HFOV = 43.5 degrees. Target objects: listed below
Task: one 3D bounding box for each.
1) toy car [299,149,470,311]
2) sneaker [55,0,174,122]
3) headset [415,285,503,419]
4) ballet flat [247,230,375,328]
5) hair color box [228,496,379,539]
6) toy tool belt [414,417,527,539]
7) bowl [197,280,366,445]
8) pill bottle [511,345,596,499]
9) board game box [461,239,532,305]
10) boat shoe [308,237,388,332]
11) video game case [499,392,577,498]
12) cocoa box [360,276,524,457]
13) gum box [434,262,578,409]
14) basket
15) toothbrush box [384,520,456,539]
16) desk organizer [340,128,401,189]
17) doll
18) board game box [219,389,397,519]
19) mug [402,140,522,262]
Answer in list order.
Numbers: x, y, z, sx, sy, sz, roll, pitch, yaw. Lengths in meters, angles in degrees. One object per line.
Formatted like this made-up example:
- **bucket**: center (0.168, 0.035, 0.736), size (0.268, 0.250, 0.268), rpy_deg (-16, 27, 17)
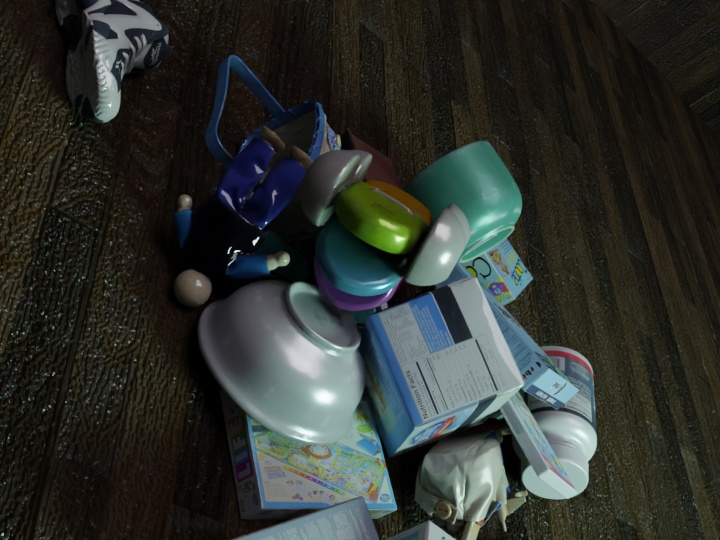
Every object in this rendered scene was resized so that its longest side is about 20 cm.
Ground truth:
- **toy car**: center (0.012, -0.030, 0.950), size (0.174, 0.151, 0.200), rpy_deg (32, 11, 4)
- **sneaker**: center (-0.261, -0.242, 1.013), size (0.129, 0.080, 0.200), rpy_deg (7, 47, -40)
- **headset**: center (0.141, 0.110, 1.227), size (0.200, 0.094, 0.123), rpy_deg (43, 31, 10)
- **ballet flat**: center (-0.070, 0.013, 1.058), size (0.200, 0.072, 0.072), rpy_deg (33, 40, -33)
- **hair color box**: center (-0.080, 0.262, 0.802), size (0.199, 0.099, 0.061), rpy_deg (0, 63, -52)
- **toy tool belt**: center (0.138, 0.260, 1.093), size (0.200, 0.124, 0.124), rpy_deg (-10, 91, -69)
- **bowl**: center (-0.063, 0.076, 0.945), size (0.201, 0.090, 0.201), rpy_deg (34, 24, -18)
- **pill bottle**: center (0.276, 0.218, 1.291), size (0.119, 0.119, 0.201), rpy_deg (41, 37, -23)
- **board game box**: center (0.151, -0.033, 1.354), size (0.201, 0.103, 0.105), rpy_deg (57, 31, 0)
- **boat shoe**: center (-0.001, 0.000, 1.157), size (0.071, 0.070, 0.202), rpy_deg (-6, 64, -48)
- **video game case**: center (0.192, 0.175, 1.100), size (0.143, 0.017, 0.201), rpy_deg (42, 17, -56)
- **cocoa box**: center (0.078, 0.115, 1.019), size (0.130, 0.200, 0.134), rpy_deg (-19, 73, -13)
- **gum box**: center (0.188, 0.083, 1.180), size (0.200, 0.045, 0.170), rpy_deg (52, 9, 29)
- **basket**: center (-0.105, -0.143, 1.079), size (0.200, 0.139, 0.177), rpy_deg (40, 35, -35)
- **toothbrush box**: center (0.077, 0.351, 0.891), size (0.200, 0.146, 0.086), rpy_deg (39, 36, -24)
- **desk organizer**: center (0.008, -0.091, 1.149), size (0.077, 0.072, 0.200), rpy_deg (29, 25, -28)
- **doll**: center (-0.128, -0.048, 0.947), size (0.136, 0.201, 0.048), rpy_deg (34, -7, 7)
- **board game box**: center (-0.052, 0.193, 0.959), size (0.199, 0.034, 0.135), rpy_deg (17, 50, -45)
- **mug**: center (0.131, -0.073, 1.211), size (0.151, 0.185, 0.115), rpy_deg (-22, 74, -36)
